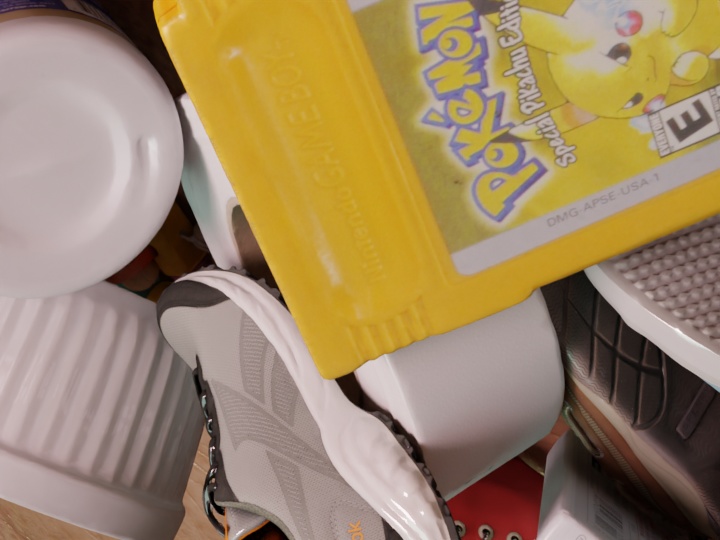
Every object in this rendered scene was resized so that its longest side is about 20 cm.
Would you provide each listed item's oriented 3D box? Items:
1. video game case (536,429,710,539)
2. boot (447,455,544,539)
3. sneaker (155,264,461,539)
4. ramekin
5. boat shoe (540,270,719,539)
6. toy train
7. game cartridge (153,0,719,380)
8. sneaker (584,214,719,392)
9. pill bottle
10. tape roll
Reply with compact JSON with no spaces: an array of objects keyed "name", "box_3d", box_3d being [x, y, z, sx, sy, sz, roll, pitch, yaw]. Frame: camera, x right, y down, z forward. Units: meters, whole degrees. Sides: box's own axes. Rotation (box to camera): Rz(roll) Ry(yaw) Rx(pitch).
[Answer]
[{"name":"video game case","box_3d":[0.154,0.148,0.839,0.182,0.023,0.200,39,-173,2]},{"name":"boot","box_3d":[0.037,0.133,0.895,0.144,0.200,0.073,34,122,21]},{"name":"sneaker","box_3d":[-0.038,0.069,0.781,0.200,0.079,0.074,47,163,42]},{"name":"ramekin","box_3d":[-0.162,0.047,0.926,0.199,0.106,0.200,23,175,2]},{"name":"boat shoe","box_3d":[0.106,0.042,0.820,0.072,0.076,0.200,-5,126,53]},{"name":"toy train","box_3d":[-0.094,0.028,1.038,0.150,0.056,0.200,42,149,-3]},{"name":"game cartridge","box_3d":[0.048,-0.066,0.646,0.032,0.199,0.177,-114,0,-53]},{"name":"sneaker","box_3d":[0.165,0.043,0.755,0.200,0.074,0.082,34,146,12]},{"name":"pill bottle","box_3d":[-0.161,-0.080,0.852,0.120,0.119,0.200,61,173,-32]},{"name":"tape roll","box_3d":[0.000,0.000,0.813,0.203,0.071,0.203,52,163,23]}]
